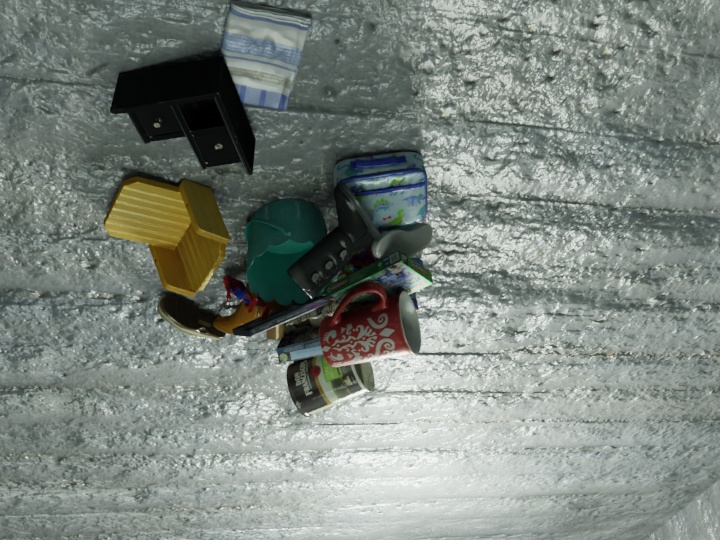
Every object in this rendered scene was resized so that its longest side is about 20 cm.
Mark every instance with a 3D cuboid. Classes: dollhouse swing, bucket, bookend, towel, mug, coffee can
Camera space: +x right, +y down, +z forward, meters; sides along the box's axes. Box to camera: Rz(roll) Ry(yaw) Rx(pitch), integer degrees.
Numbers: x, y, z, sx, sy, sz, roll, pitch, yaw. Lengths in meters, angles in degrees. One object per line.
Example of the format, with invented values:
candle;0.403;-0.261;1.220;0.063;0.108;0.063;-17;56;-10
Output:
dollhouse swing;-0.398;-0.065;1.583;0.173;0.185;0.200;-3;147;-42
bucket;-0.154;-0.042;1.678;0.201;0.137;0.210;-6;141;-5
bookend;-0.309;-0.260;1.399;0.194;0.094;0.201;-6;144;8
towel;-0.173;-0.368;1.366;0.143;0.024;0.202;6;139;-18
mug;0.013;0.114;1.691;0.195;0.182;0.133;-15;-174;20
coffee can;-0.079;0.284;2.085;0.196;0.149;0.147;-23;140;16

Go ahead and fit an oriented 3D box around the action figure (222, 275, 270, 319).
action figure;-0.267;0.055;1.748;0.065;0.199;0.053;25;96;-35

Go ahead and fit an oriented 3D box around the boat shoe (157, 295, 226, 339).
boat shoe;-0.417;0.125;1.887;0.075;0.073;0.199;-17;142;36

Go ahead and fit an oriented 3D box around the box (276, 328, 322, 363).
box;-0.127;0.171;1.918;0.133;0.200;0.039;-13;98;3

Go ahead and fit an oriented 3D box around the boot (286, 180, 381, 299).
boot;-0.069;-0.057;1.547;0.198;0.066;0.166;-38;131;0

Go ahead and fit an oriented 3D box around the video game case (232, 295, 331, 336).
video game case;-0.174;0.100;1.725;0.196;0.019;0.142;-22;-174;-24

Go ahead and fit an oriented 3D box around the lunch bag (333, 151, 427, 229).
lunch bag;0.041;-0.162;1.619;0.194;0.084;0.163;-7;139;-5

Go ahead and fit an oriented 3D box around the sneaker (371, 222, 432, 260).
sneaker;0.073;-0.062;1.695;0.080;0.076;0.198;10;-165;37

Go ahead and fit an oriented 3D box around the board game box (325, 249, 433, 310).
board game box;0.040;0.031;1.675;0.197;0.030;0.134;-26;147;27

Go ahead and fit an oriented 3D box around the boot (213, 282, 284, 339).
boot;-0.264;0.078;1.850;0.196;0.071;0.148;7;112;20

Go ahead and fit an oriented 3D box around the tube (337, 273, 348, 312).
tube;-0.017;0.100;1.829;0.057;0.204;0.052;-30;140;27

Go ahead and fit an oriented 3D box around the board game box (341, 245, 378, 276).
board game box;0.000;0.000;1.754;0.156;0.040;0.200;32;157;-8

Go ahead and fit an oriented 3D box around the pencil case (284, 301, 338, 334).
pencil case;-0.134;0.111;1.915;0.194;0.080;0.090;-13;158;4

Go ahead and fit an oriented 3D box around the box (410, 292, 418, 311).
box;0.068;0.080;1.830;0.041;0.121;0.200;21;133;-33

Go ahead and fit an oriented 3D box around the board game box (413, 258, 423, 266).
board game box;0.059;0.044;1.910;0.132;0.035;0.202;5;139;-18
